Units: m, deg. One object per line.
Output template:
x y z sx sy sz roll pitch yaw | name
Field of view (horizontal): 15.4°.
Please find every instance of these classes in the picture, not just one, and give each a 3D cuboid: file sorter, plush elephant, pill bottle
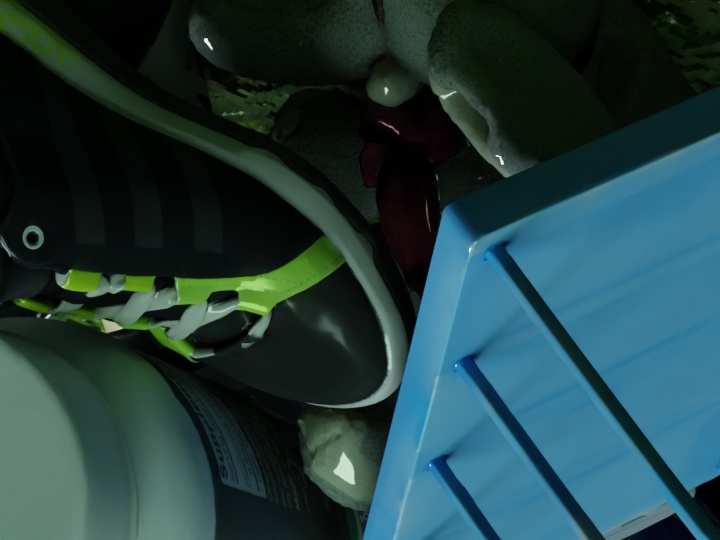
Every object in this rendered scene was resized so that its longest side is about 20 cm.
0.096 0.060 0.691 0.138 0.123 0.200 -24 151 -24 | file sorter
0.029 -0.055 0.743 0.199 0.165 0.155 -22 134 23 | plush elephant
-0.079 0.076 0.739 0.113 0.114 0.200 -9 167 17 | pill bottle

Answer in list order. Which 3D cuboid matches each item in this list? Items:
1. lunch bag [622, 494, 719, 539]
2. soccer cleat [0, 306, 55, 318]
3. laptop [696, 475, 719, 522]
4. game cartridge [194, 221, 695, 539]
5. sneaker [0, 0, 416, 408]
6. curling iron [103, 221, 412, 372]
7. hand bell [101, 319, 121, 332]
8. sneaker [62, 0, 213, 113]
0.060 0.122 1.046 0.160 0.083 0.200 -25 135 35 | lunch bag
-0.135 0.007 0.861 0.067 0.081 0.200 -22 166 38 | soccer cleat
0.197 0.075 0.922 0.199 0.104 0.177 -3 -173 -12 | laptop
-0.006 0.057 0.884 0.199 0.133 0.041 -22 162 -10 | game cartridge
-0.077 -0.008 0.663 0.200 0.083 0.072 35 139 -18 | sneaker
0.000 0.000 0.869 0.199 0.026 0.050 -21 180 -15 | curling iron
-0.049 0.096 0.920 0.104 0.201 0.104 2 144 1 | hand bell
-0.069 -0.035 0.774 0.074 0.089 0.200 -25 171 -2 | sneaker
